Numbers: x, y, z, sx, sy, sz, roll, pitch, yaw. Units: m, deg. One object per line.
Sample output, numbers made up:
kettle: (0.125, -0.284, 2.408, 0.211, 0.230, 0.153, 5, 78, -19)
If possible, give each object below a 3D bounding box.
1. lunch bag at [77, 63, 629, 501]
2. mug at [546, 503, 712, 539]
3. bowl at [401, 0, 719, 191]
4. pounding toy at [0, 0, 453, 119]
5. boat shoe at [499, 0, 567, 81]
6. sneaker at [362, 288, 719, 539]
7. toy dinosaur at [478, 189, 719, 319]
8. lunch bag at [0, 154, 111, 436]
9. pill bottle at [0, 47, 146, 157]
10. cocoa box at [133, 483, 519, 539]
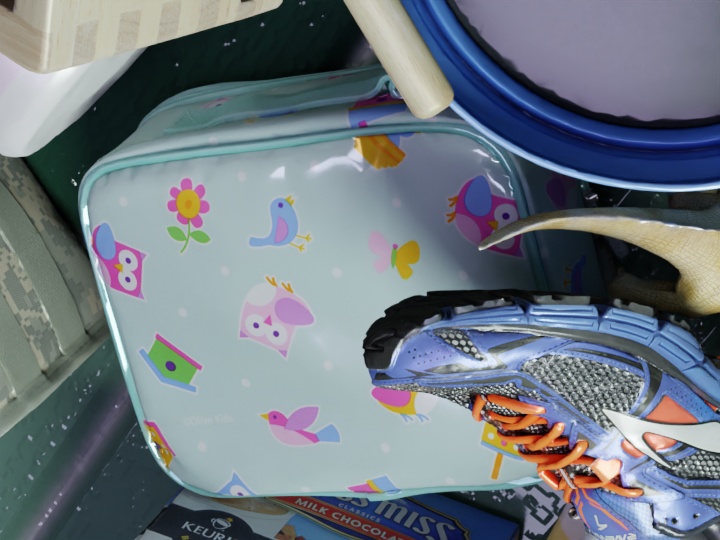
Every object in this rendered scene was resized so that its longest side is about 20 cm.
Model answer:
lunch bag: (0.000, 0.000, 0.906, 0.198, 0.077, 0.162, -5, 111, 28)
mug: (0.126, 0.167, 0.915, 0.152, 0.187, 0.150, 26, 90, 1)
bowl: (0.098, -0.127, 0.778, 0.199, 0.039, 0.203, 1, 101, 6)
pounding toy: (-0.072, -0.153, 0.733, 0.199, 0.142, 0.185, 33, 127, 32)
boat shoe: (0.013, -0.152, 0.832, 0.200, 0.060, 0.076, 46, 125, -2)
sneaker: (0.088, 0.055, 0.809, 0.199, 0.079, 0.075, 18, 170, -26)
toy dinosaur: (0.124, -0.006, 0.821, 0.198, 0.101, 0.059, 16, 84, -15)
lunch bag: (-0.207, 0.012, 0.937, 0.117, 0.200, 0.165, -29, 100, 34)
pill bottle: (-0.159, -0.147, 0.886, 0.200, 0.112, 0.112, 44, 125, -1)
cocoa box: (-0.031, 0.190, 0.983, 0.132, 0.131, 0.201, 20, 122, 15)
